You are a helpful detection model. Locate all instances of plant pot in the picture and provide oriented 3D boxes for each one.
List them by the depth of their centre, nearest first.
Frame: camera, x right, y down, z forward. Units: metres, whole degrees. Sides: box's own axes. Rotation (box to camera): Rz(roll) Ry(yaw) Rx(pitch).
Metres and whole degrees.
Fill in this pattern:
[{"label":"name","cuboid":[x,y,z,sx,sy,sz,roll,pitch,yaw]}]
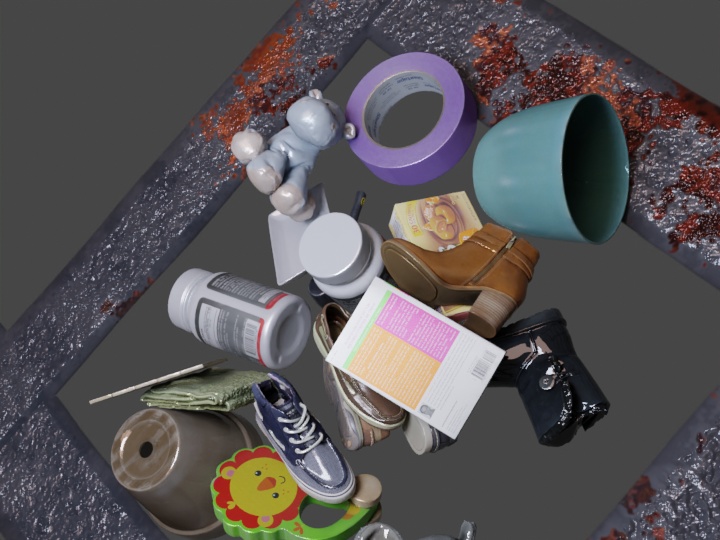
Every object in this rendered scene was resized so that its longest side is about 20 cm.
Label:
[{"label":"plant pot","cuboid":[0.252,-0.134,1.527,0.161,0.200,0.201,0,68,38]},{"label":"plant pot","cuboid":[-0.265,0.277,1.610,0.199,0.174,0.201,-10,65,23]}]

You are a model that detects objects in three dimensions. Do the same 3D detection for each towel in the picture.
[{"label":"towel","cuboid":[-0.207,0.171,1.618,0.148,0.200,0.037,1,93,25]}]

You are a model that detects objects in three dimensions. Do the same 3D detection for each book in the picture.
[{"label":"book","cuboid":[0.074,0.113,1.471,0.200,0.048,0.134,31,91,11]}]

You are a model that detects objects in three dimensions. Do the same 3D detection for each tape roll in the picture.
[{"label":"tape roll","cuboid":[0.077,-0.235,1.725,0.200,0.066,0.201,-10,66,23]}]

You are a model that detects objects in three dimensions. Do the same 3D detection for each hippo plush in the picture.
[{"label":"hippo plush","cuboid":[-0.081,-0.180,1.702,0.161,0.200,0.159,-37,82,11]}]

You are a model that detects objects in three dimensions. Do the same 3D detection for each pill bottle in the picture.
[{"label":"pill bottle","cuboid":[0.000,0.000,1.582,0.114,0.200,0.114,-10,65,22]},{"label":"pill bottle","cuboid":[-0.185,0.068,1.685,0.200,0.114,0.114,18,77,31]}]

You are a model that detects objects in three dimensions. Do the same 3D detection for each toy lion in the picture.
[{"label":"toy lion","cuboid":[-0.097,0.309,1.525,0.191,0.069,0.200,-32,53,-29]}]

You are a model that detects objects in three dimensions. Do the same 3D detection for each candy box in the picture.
[{"label":"candy box","cuboid":[0.130,-0.013,1.580,0.115,0.055,0.200,-12,59,-18]}]

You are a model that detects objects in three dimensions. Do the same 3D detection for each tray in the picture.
[{"label":"tray","cuboid":[-0.087,-0.054,1.714,0.107,0.022,0.200,-31,34,12]}]

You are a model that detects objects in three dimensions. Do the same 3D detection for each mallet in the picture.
[{"label":"mallet","cuboid":[-0.024,-0.027,1.708,0.041,0.066,0.200,7,57,27]}]

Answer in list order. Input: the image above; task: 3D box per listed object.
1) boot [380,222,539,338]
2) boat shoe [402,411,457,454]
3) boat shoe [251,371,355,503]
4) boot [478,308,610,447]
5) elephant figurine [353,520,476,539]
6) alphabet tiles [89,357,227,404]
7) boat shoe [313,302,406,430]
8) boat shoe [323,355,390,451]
[{"label":"boot","cuboid":[0.138,-0.016,1.507,0.200,0.074,0.155,36,58,-1]},{"label":"boat shoe","cuboid":[0.078,0.169,1.570,0.063,0.073,0.200,-5,51,-23]},{"label":"boat shoe","cuboid":[-0.083,0.223,1.501,0.075,0.093,0.200,-35,54,-21]},{"label":"boot","cuboid":[0.213,0.160,1.483,0.200,0.076,0.168,-25,56,8]},{"label":"elephant figurine","cuboid":[0.034,0.397,1.431,0.199,0.155,0.142,4,93,18]},{"label":"alphabet tiles","cuboid":[-0.284,0.157,1.612,0.167,0.200,0.008,-19,87,4]},{"label":"boat shoe","cuboid":[-0.004,0.128,1.538,0.075,0.075,0.202,-24,59,-27]},{"label":"boat shoe","cuboid":[-0.008,0.168,1.600,0.072,0.076,0.200,-7,54,-14]}]
